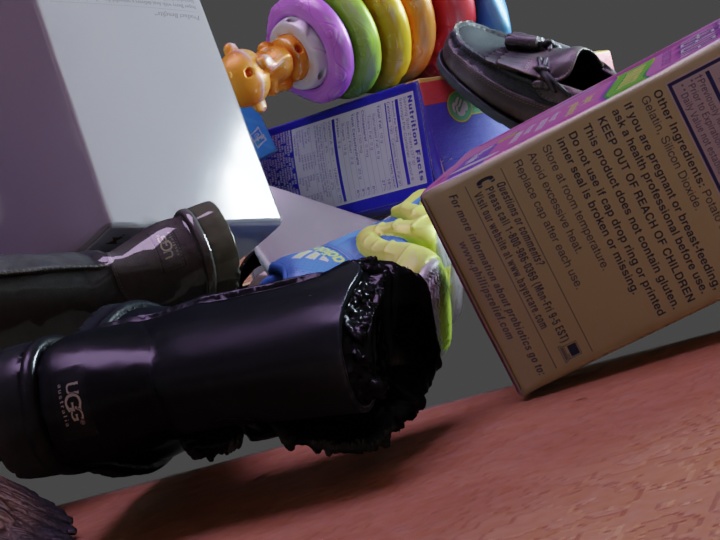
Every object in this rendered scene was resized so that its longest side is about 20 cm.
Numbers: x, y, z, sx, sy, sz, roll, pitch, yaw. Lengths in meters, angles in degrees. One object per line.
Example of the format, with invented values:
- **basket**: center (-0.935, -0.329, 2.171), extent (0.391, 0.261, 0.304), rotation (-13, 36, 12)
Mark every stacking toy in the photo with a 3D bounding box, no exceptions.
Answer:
- **stacking toy**: center (-0.015, -0.144, 1.241), extent (0.199, 0.117, 0.109), rotation (-31, 5, -37)

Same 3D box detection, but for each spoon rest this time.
- **spoon rest**: center (-0.043, -0.016, 1.215), extent (0.199, 0.061, 0.099), rotation (12, 27, 42)

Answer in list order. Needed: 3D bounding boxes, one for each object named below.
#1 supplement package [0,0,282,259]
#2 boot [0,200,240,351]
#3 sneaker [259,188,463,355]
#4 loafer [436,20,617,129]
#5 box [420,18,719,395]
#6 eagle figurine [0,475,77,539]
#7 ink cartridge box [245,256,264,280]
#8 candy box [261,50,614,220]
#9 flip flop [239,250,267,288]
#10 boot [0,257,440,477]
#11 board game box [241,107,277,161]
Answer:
- **supplement package**: center (-0.150, -0.084, 1.102), extent (0.121, 0.202, 0.120), rotation (-1, -27, -44)
- **boot**: center (-0.168, 0.040, 1.000), extent (0.198, 0.073, 0.183), rotation (-19, -31, -24)
- **sneaker**: center (0.000, 0.000, 1.061), extent (0.104, 0.077, 0.200), rotation (-2, 9, 6)
- **loafer**: center (0.136, -0.101, 1.148), extent (0.199, 0.063, 0.072), rotation (32, 39, 20)
- **box**: center (0.143, -0.047, 0.889), extent (0.199, 0.097, 0.176), rotation (-26, 4, 13)
- **eagle figurine**: center (-0.231, 0.091, 0.861), extent (0.199, 0.152, 0.151), rotation (-28, -9, 28)
- **ink cartridge box**: center (0.026, -0.051, 1.497), extent (0.199, 0.086, 0.147), rotation (-25, 8, -37)
- **candy box**: center (0.044, -0.078, 1.295), extent (0.168, 0.078, 0.199), rotation (-11, 0, -39)
- **flip flop**: center (-0.052, 0.011, 1.300), extent (0.080, 0.058, 0.200), rotation (-18, 6, 6)
- **boot**: center (-0.045, 0.043, 0.860), extent (0.166, 0.077, 0.200), rotation (-9, -1, 14)
- **board game box**: center (-0.184, -0.036, 1.277), extent (0.195, 0.056, 0.199), rotation (-28, 0, -41)
